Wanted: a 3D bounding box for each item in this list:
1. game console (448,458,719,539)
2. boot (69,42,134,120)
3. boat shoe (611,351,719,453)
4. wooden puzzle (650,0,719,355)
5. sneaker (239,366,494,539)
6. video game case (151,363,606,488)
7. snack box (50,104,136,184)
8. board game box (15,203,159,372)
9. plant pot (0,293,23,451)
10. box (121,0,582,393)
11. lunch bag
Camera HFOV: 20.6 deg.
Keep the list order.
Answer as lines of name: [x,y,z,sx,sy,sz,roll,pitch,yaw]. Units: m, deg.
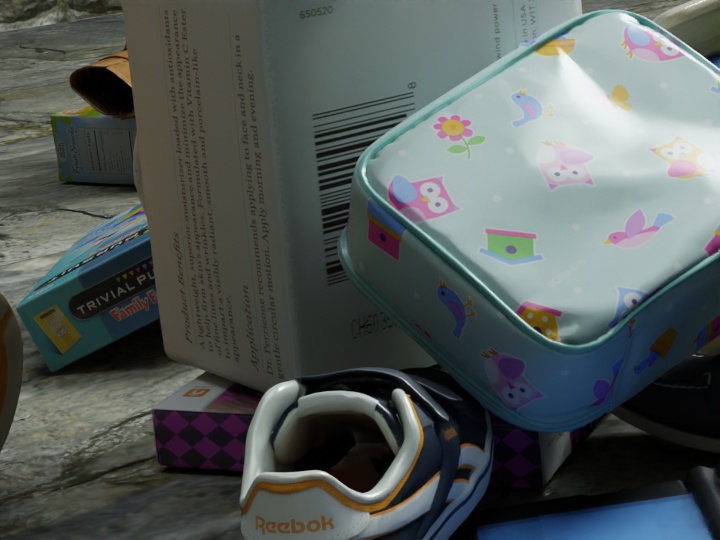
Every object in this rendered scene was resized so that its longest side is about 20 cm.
game console: [0.119,0.075,0.737,0.118,0.171,0.200,21,12,-6]
boot: [-0.188,-0.172,1.718,0.155,0.077,0.200,-23,29,-36]
boat shoe: [0.195,0.050,0.891,0.200,0.063,0.073,13,21,38]
wooden puzzle: [0.228,-0.062,1.041,0.185,0.201,0.046,-25,28,-35]
sneaker: [0.006,0.071,0.801,0.078,0.080,0.200,-4,21,16]
video game case: [0.024,0.059,0.996,0.199,0.036,0.181,1,16,23]
snack box: [-0.146,-0.123,1.761,0.200,0.068,0.169,2,16,34]
board game box: [-0.117,-0.016,1.224,0.151,0.047,0.200,-27,10,9]
plant pot: [-0.263,0.038,0.903,0.183,0.201,0.200,19,22,22]
box: [0.003,-0.060,0.987,0.200,0.200,0.131,-17,20,-34]
lunch bag: [0.097,-0.029,0.884,0.200,0.077,0.160,-32,58,-33]
